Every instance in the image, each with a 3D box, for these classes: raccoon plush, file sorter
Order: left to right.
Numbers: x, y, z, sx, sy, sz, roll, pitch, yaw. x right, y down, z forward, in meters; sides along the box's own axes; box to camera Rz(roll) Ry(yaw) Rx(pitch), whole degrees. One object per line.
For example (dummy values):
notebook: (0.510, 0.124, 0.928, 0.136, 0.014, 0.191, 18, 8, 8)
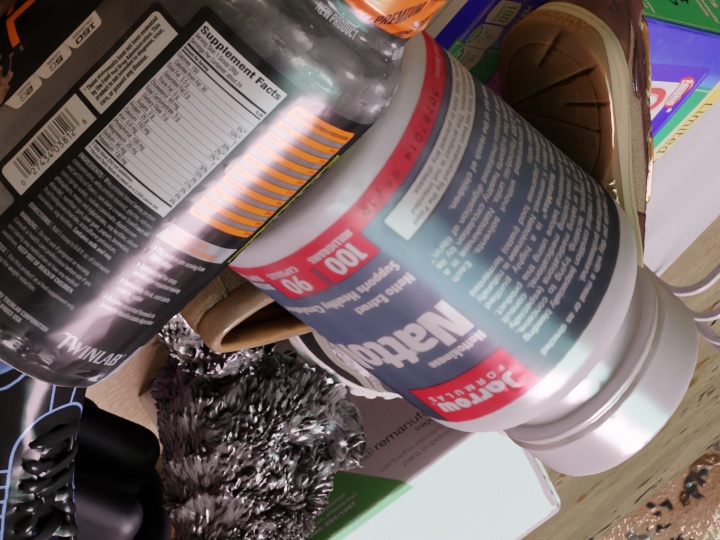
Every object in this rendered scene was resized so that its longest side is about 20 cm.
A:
raccoon plush: (-0.079, 0.098, 1.167, 0.200, 0.096, 0.134, 45, 53, -46)
file sorter: (0.201, -0.037, 1.329, 0.139, 0.125, 0.200, -46, 151, 5)

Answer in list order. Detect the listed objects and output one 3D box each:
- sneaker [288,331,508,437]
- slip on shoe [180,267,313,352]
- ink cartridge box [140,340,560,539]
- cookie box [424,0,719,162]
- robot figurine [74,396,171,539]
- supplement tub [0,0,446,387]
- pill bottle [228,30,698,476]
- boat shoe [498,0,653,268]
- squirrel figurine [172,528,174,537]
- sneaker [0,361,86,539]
sneaker: (0.058, 0.035, 1.204, 0.087, 0.199, 0.074, -18, -128, 59)
slip on shoe: (0.000, 0.000, 1.093, 0.200, 0.061, 0.076, 0, 141, -42)
ink cartridge box: (-0.011, 0.096, 1.348, 0.146, 0.200, 0.084, -36, 126, -10)
cookie box: (0.062, -0.083, 1.159, 0.200, 0.075, 0.171, 4, 138, -47)
robot figurine: (-0.168, 0.146, 1.264, 0.150, 0.125, 0.200, -25, 159, -43)
supplement tub: (-0.071, -0.063, 0.901, 0.200, 0.123, 0.122, -43, 164, 15)
pill bottle: (0.041, -0.005, 1.009, 0.120, 0.120, 0.200, -43, 120, 16)
boat shoe: (0.101, -0.047, 1.093, 0.072, 0.072, 0.200, -52, 148, -36)
squirrel figurine: (-0.132, 0.217, 1.543, 0.200, 0.142, 0.187, -27, 167, -29)
sneaker: (-0.150, 0.094, 1.109, 0.070, 0.078, 0.200, -22, 151, -42)
